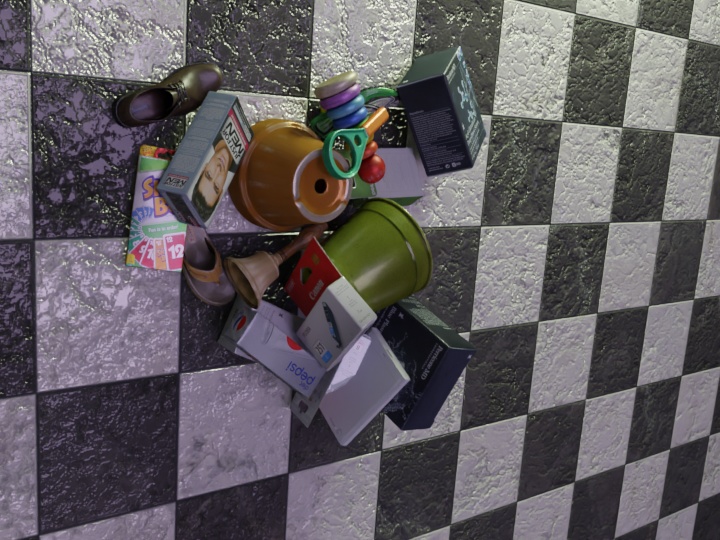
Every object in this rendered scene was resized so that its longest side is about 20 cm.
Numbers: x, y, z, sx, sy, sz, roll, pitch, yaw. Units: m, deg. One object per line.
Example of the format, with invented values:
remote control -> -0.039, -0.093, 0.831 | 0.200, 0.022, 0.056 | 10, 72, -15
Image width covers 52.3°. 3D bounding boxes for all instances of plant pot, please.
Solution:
plant pot -> 0.000, 0.000, 1.358 | 0.192, 0.198, 0.204 | -35, 120, -33
plant pot -> -0.113, -0.163, 1.308 | 0.197, 0.182, 0.205 | -9, 107, -33

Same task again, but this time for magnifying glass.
magnifying glass -> -0.004, -0.227, 1.268 | 0.201, 0.022, 0.081 | -52, 123, -43

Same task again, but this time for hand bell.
hand bell -> -0.138, -0.030, 1.325 | 0.199, 0.103, 0.106 | -37, 120, -25

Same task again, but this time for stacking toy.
stacking toy -> -0.011, -0.253, 1.339 | 0.085, 0.085, 0.203 | -33, 112, -24

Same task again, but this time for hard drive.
hard drive -> -0.003, 0.232, 1.468 | 0.200, 0.133, 0.026 | -48, 147, 20

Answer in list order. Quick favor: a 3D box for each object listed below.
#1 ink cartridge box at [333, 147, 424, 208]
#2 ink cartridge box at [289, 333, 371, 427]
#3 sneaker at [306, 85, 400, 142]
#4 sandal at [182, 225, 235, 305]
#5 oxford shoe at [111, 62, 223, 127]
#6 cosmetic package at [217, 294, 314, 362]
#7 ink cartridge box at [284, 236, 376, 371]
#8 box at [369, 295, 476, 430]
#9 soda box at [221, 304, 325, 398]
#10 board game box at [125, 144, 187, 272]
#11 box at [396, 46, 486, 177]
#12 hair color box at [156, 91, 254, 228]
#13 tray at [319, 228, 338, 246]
ink cartridge box -> 0.026, -0.183, 1.458 | 0.197, 0.059, 0.106 | -7, 78, -35
ink cartridge box -> -0.061, 0.205, 1.450 | 0.056, 0.162, 0.204 | 24, 86, -18
sneaker -> -0.008, -0.299, 1.414 | 0.197, 0.078, 0.087 | -25, 102, -20
sandal -> -0.279, -0.021, 1.302 | 0.080, 0.054, 0.203 | -32, 118, -25
oxford shoe -> -0.302, -0.284, 1.204 | 0.199, 0.084, 0.074 | -36, 118, -26
cosmetic package -> -0.161, 0.130, 1.409 | 0.198, 0.081, 0.115 | 26, 84, -36
ink cartridge box -> -0.071, 0.065, 1.289 | 0.044, 0.201, 0.177 | -34, 79, -33
box -> 0.095, 0.182, 1.493 | 0.116, 0.199, 0.199 | 11, 112, -52
soda box -> -0.153, 0.148, 1.330 | 0.200, 0.063, 0.069 | 45, 73, -34
board game box -> -0.337, -0.103, 1.238 | 0.093, 0.030, 0.205 | 7, 91, -21
box -> 0.168, -0.321, 1.485 | 0.203, 0.105, 0.149 | 66, 32, -28
hair color box -> -0.252, -0.184, 1.214 | 0.100, 0.059, 0.203 | 69, 38, -59
tray -> 0.011, -0.064, 1.515 | 0.199, 0.037, 0.100 | -38, 121, -23
